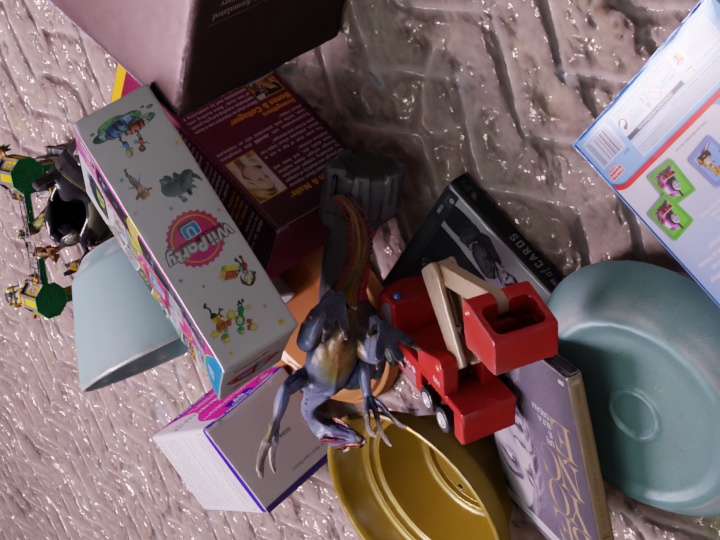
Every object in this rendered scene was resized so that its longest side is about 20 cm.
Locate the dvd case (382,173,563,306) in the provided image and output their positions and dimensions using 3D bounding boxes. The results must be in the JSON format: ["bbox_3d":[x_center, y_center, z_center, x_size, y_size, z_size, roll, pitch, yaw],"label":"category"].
[{"bbox_3d":[0.111,0.043,0.927,0.200,0.025,0.150,48,144,11],"label":"dvd case"}]

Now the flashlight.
[{"bbox_3d":[0.000,0.000,0.961,0.068,0.068,0.201,20,125,15],"label":"flashlight"}]

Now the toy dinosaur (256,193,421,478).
[{"bbox_3d":[-0.010,0.072,0.941,0.104,0.201,0.182,15,161,-8],"label":"toy dinosaur"}]

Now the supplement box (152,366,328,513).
[{"bbox_3d":[-0.119,0.172,1.210,0.104,0.101,0.200,54,154,-6],"label":"supplement box"}]

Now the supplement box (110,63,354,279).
[{"bbox_3d":[-0.102,-0.100,0.995,0.200,0.110,0.086,47,145,14],"label":"supplement box"}]

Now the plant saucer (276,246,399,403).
[{"bbox_3d":[-0.048,0.039,1.106,0.200,0.037,0.201,31,139,32],"label":"plant saucer"}]

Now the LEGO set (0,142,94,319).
[{"bbox_3d":[-0.329,-0.051,1.279,0.116,0.153,0.201,12,122,46],"label":"LEGO set"}]

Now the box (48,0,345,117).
[{"bbox_3d":[-0.108,-0.253,0.831,0.164,0.166,0.200,41,142,19],"label":"box"}]

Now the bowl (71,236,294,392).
[{"bbox_3d":[-0.167,0.016,1.042,0.201,0.200,0.105,-29,84,55],"label":"bowl"}]

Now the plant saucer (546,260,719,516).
[{"bbox_3d":[0.193,0.090,0.817,0.200,0.036,0.201,30,137,32],"label":"plant saucer"}]

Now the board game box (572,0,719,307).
[{"bbox_3d":[0.234,-0.047,0.697,0.200,0.037,0.151,50,145,9],"label":"board game box"}]

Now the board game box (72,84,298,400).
[{"bbox_3d":[-0.128,-0.014,0.878,0.200,0.064,0.148,56,166,7],"label":"board game box"}]

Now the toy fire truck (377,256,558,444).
[{"bbox_3d":[0.068,0.043,0.862,0.200,0.049,0.142,-131,29,-51],"label":"toy fire truck"}]

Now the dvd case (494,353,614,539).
[{"bbox_3d":[0.133,0.128,0.885,0.149,0.016,0.201,41,151,59],"label":"dvd case"}]

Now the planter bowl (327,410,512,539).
[{"bbox_3d":[0.070,0.188,1.041,0.200,0.083,0.201,30,137,33],"label":"planter bowl"}]

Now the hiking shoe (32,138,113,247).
[{"bbox_3d":[-0.241,-0.057,1.101,0.076,0.101,0.200,48,166,25],"label":"hiking shoe"}]
